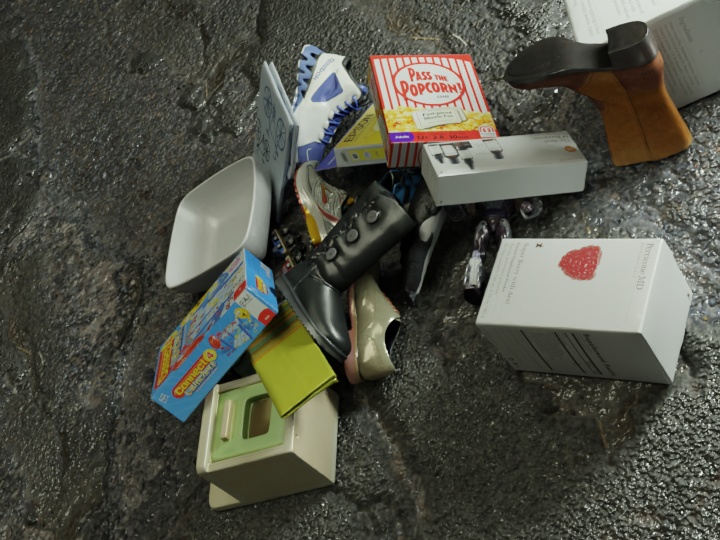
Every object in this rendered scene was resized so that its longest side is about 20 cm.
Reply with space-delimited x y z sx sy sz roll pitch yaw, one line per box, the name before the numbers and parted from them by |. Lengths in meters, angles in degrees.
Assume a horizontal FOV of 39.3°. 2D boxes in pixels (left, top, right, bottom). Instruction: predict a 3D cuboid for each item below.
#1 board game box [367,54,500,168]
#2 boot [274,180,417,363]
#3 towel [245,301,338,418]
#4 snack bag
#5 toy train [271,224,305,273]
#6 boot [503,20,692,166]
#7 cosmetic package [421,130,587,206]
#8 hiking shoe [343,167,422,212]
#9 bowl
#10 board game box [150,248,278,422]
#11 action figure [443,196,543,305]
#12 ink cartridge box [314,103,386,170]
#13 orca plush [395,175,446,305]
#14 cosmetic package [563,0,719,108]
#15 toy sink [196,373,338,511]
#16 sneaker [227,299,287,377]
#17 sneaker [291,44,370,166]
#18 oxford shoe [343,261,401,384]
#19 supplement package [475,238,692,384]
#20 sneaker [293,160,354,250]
board game box | 0.097 -0.225 1.405 0.150 0.046 0.201 -3 46 -9
boot | -0.001 -0.001 1.315 0.200 0.066 0.165 -41 56 3
towel | -0.095 0.113 1.291 0.086 0.018 0.200 -38 33 -1
snack bag | -0.137 -0.202 1.613 0.021 0.201 0.189 -5 42 -20
toy train | -0.094 0.000 1.511 0.046 0.034 0.200 -45 43 18
boot | 0.295 -0.207 1.251 0.187 0.200 0.069 -15 48 23
cosmetic package | 0.185 -0.134 1.309 0.199 0.051 0.083 -7 40 -9
hiking shoe | 0.079 -0.116 1.426 0.200 0.087 0.075 -38 44 7
bowl | -0.213 -0.063 1.598 0.199 0.075 0.201 -28 46 34
board game box | -0.199 0.083 1.383 0.196 0.056 0.200 -49 16 7
action figure | 0.175 -0.056 1.319 0.129 0.069 0.201 -7 58 22
ink cartridge box | 0.047 -0.227 1.523 0.199 0.047 0.198 1 40 35
orca plush | 0.071 -0.056 1.374 0.071 0.105 0.201 16 96 12
cosmetic package | 0.384 -0.320 1.293 0.199 0.165 0.166 -22 48 23
toy sink | -0.141 0.219 1.322 0.199 0.112 0.131 -18 49 26
sneaker | -0.116 0.105 1.415 0.200 0.074 0.119 -12 45 42
sneaker | -0.046 -0.258 1.602 0.114 0.081 0.201 7 89 15
oxford shoe | 0.022 0.059 1.363 0.073 0.071 0.201 -7 60 16
supplement package | 0.256 0.043 1.150 0.199 0.120 0.122 1 58 37
sneaker | -0.044 -0.093 1.523 0.082 0.078 0.201 -24 51 5
